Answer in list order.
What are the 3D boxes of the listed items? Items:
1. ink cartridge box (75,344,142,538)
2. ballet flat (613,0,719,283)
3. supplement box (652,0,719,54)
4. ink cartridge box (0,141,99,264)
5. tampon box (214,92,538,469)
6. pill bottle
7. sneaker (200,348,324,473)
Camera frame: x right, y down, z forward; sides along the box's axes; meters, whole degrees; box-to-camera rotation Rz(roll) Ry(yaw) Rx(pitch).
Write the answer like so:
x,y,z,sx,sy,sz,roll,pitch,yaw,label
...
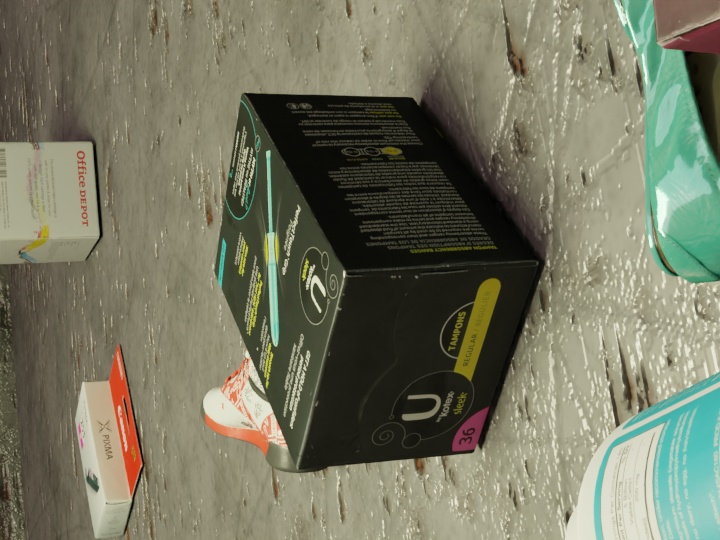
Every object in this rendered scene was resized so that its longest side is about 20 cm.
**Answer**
x,y,z,sx,sy,sz,roll,pitch,yaw,label
-0.342,0.230,1.781,0.174,0.043,0.201,112,148,-46,ink cartridge box
0.151,-0.096,0.568,0.070,0.067,0.201,-17,75,42,ballet flat
0.165,-0.189,0.480,0.110,0.085,0.201,165,103,-66,supplement box
-0.491,-0.096,1.914,0.146,0.199,0.148,144,122,-65,ink cartridge box
0.000,0.000,0.836,0.200,0.126,0.150,-120,35,-47,tampon box
0.154,0.090,0.493,0.200,0.110,0.111,134,130,-60,pill bottle
-0.078,0.092,1.109,0.201,0.067,0.109,17,106,63,sneaker
